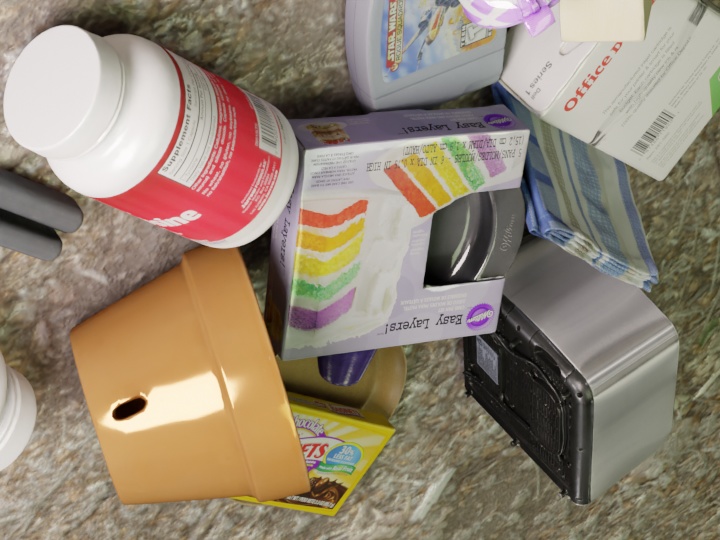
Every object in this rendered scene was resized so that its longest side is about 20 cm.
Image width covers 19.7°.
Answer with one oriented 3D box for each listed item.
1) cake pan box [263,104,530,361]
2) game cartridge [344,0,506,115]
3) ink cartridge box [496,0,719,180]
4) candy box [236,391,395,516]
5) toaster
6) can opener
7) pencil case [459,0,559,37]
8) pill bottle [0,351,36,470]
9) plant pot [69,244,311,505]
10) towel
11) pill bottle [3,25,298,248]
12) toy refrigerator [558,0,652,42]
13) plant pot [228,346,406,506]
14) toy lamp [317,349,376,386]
[{"bbox_3d":[0.028,-0.030,1.580,0.199,0.052,0.185,-6,123,-25],"label":"cake pan box"},{"bbox_3d":[0.051,-0.200,1.536,0.133,0.042,0.201,-27,141,-26],"label":"game cartridge"},{"bbox_3d":[0.215,-0.174,1.671,0.200,0.084,0.146,21,111,-50],"label":"ink cartridge box"},{"bbox_3d":[-0.062,0.152,1.748,0.200,0.026,0.102,18,110,-50],"label":"candy box"},{"bbox_3d":[0.175,0.072,1.807,0.118,0.181,0.200,-31,143,-20],"label":"toaster"},{"bbox_3d":[-0.259,-0.041,1.380,0.053,0.067,0.200,-51,143,13],"label":"can opener"},{"bbox_3d":[0.076,-0.259,1.417,0.084,0.085,0.200,-38,127,-9],"label":"pencil case"},{"bbox_3d":[-0.312,0.073,1.408,0.112,0.112,0.200,-46,144,6],"label":"pill bottle"},{"bbox_3d":[-0.131,0.090,1.542,0.139,0.201,0.201,-18,140,-6],"label":"plant pot"},{"bbox_3d":[0.178,-0.070,1.696,0.024,0.148,0.200,-27,153,27],"label":"towel"},{"bbox_3d":[-0.141,-0.092,1.399,0.112,0.112,0.200,-51,143,12],"label":"pill bottle"},{"bbox_3d":[0.170,-0.270,1.484,0.070,0.076,0.201,0,120,12],"label":"toy refrigerator"},{"bbox_3d":[-0.050,0.117,1.768,0.199,0.027,0.201,-26,141,-23],"label":"plant pot"},{"bbox_3d":[0.000,0.000,1.649,0.058,0.058,0.201,-12,125,-35],"label":"toy lamp"}]
